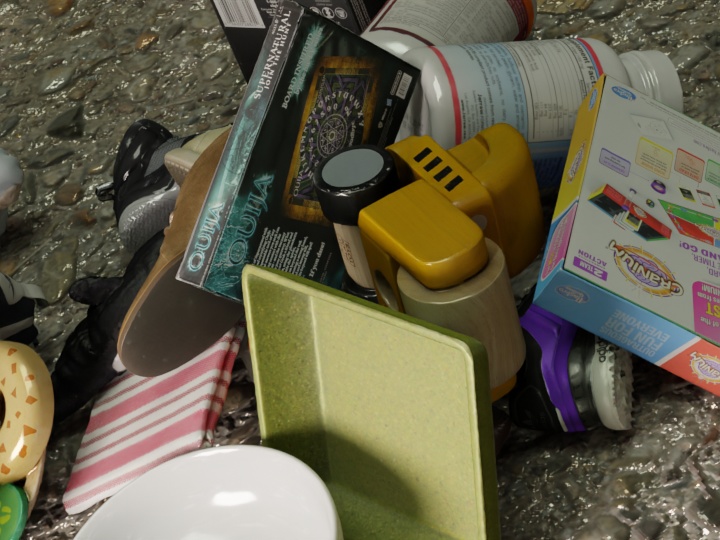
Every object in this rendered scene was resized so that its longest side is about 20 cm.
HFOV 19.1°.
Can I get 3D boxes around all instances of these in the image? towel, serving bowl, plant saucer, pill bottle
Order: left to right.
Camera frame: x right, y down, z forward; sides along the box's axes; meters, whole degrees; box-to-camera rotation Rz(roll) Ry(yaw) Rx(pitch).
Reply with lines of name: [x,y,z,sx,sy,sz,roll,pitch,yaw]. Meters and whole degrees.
towel: [-0.136,0.078,1.539,0.146,0.030,0.200,-28,33,37]
serving bowl: [-0.096,0.209,1.372,0.200,0.066,0.200,-16,41,14]
plant saucer: [0.018,0.099,1.355,0.200,0.200,0.048,19,35,41]
pill bottle: [0.052,-0.167,1.699,0.109,0.110,0.200,8,47,34]
pill bottle: [0.129,-0.114,1.562,0.200,0.109,0.109,-5,34,-19]

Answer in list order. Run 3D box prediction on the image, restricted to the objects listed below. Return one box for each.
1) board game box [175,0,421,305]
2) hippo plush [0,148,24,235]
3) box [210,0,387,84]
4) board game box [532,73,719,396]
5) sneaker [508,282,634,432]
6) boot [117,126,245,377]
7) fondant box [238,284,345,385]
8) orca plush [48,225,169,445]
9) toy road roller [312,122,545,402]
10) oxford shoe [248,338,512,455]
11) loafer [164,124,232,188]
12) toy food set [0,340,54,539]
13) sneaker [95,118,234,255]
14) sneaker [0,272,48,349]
board game box: [-0.040,-0.068,1.453,0.028,0.135,0.200,18,86,41]
hippo plush: [-0.351,-0.026,1.723,0.159,0.200,0.161,2,57,-16]
box: [-0.010,-0.253,1.823,0.148,0.124,0.200,7,47,33]
board game box: [0.206,-0.026,1.440,0.153,0.040,0.200,27,46,-8]
sneaker: [0.133,0.032,1.461,0.099,0.070,0.200,-12,39,18]
boot: [-0.111,-0.016,1.496,0.075,0.074,0.200,28,81,48]
fondant box: [0.000,0.000,1.576,0.144,0.058,0.200,-10,39,18]
orca plush: [-0.194,0.030,1.576,0.200,0.071,0.105,-40,28,18]
toy road roller: [0.070,-0.019,1.420,0.146,0.123,0.200,-26,37,-13]
oxford shoe: [0.011,0.085,1.457,0.200,0.071,0.073,29,51,26]
loafer: [-0.071,-0.070,1.590,0.068,0.076,0.200,-47,41,-17]
toy food set: [-0.303,0.136,1.517,0.200,0.049,0.198,14,85,33]
sneaker: [-0.125,-0.097,1.737,0.200,0.076,0.114,-34,42,-8]
sneaker: [-0.316,0.069,1.654,0.199,0.129,0.080,-52,54,25]
